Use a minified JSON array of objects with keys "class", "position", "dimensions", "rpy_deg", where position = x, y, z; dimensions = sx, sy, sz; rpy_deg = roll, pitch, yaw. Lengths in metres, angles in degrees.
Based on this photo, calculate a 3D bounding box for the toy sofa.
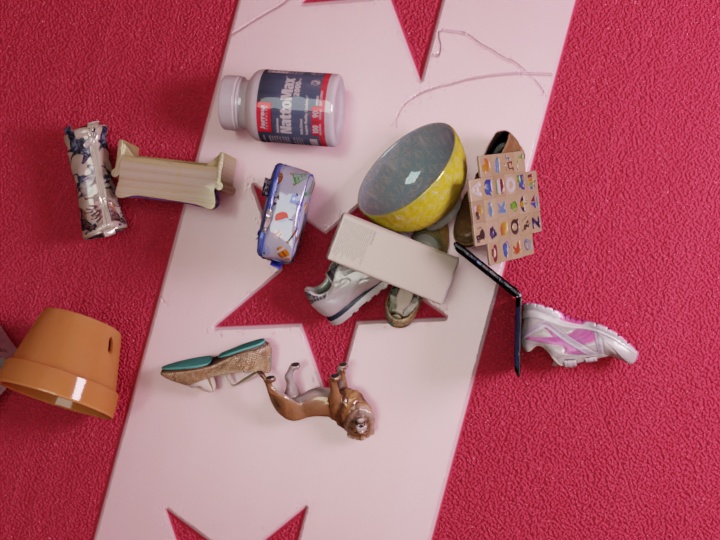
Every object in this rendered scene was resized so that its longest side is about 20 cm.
[{"class":"toy sofa","position":[-0.317,-0.159,1.698],"dimensions":[0.197,0.083,0.099],"rpy_deg":[7,90,7]}]

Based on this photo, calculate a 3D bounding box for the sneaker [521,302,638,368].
[{"class":"sneaker","position":[0.346,0.119,1.606],"dimensions":[0.197,0.081,0.089],"rpy_deg":[19,91,16]}]

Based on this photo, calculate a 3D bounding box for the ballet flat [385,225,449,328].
[{"class":"ballet flat","position":[0.093,0.001,1.646],"dimensions":[0.070,0.071,0.202],"rpy_deg":[23,91,8]}]

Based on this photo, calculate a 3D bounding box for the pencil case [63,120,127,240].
[{"class":"pencil case","position":[-0.455,-0.151,1.713],"dimensions":[0.077,0.089,0.203],"rpy_deg":[-11,86,-17]}]

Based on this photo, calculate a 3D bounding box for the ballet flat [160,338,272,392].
[{"class":"ballet flat","position":[-0.241,0.171,1.686],"dimensions":[0.197,0.071,0.066],"rpy_deg":[-14,100,10]}]

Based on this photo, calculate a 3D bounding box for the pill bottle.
[{"class":"pill bottle","position":[-0.131,-0.272,1.661],"dimensions":[0.197,0.120,0.122],"rpy_deg":[5,88,8]}]

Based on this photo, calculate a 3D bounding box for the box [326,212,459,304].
[{"class":"box","position":[0.049,-0.020,1.576],"dimensions":[0.198,0.068,0.083],"rpy_deg":[23,90,-4]}]

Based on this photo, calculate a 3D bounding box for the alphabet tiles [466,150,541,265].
[{"class":"alphabet tiles","position":[0.230,-0.101,1.575],"dimensions":[0.006,0.199,0.169],"rpy_deg":[-2,97,41]}]

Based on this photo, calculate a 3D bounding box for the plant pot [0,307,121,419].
[{"class":"plant pot","position":[-0.487,0.151,1.666],"dimensions":[0.197,0.200,0.142],"rpy_deg":[13,73,8]}]

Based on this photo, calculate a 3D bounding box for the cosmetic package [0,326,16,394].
[{"class":"cosmetic package","position":[-0.713,0.161,1.680],"dimensions":[0.200,0.167,0.166],"rpy_deg":[-46,67,4]}]

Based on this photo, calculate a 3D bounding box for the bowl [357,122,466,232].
[{"class":"bowl","position":[0.102,-0.129,1.613],"dimensions":[0.200,0.200,0.108],"rpy_deg":[-42,120,4]}]

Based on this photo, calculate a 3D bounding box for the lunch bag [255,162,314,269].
[{"class":"lunch bag","position":[-0.124,-0.084,1.611],"dimensions":[0.074,0.200,0.163],"rpy_deg":[13,89,-1]}]

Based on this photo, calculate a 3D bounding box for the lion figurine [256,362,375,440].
[{"class":"lion figurine","position":[-0.073,0.220,1.657],"dimensions":[0.197,0.073,0.124],"rpy_deg":[2,116,15]}]

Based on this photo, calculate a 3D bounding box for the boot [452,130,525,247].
[{"class":"boot","position":[0.198,-0.135,1.611],"dimensions":[0.073,0.075,0.202],"rpy_deg":[21,77,29]}]

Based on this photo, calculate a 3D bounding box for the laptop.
[{"class":"laptop","position":[0.200,0.059,1.573],"dimensions":[0.199,0.177,0.104],"rpy_deg":[39,92,7]}]

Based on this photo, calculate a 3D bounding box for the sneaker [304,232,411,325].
[{"class":"sneaker","position":[0.000,0.000,1.640],"dimensions":[0.200,0.076,0.081],"rpy_deg":[-43,108,4]}]
